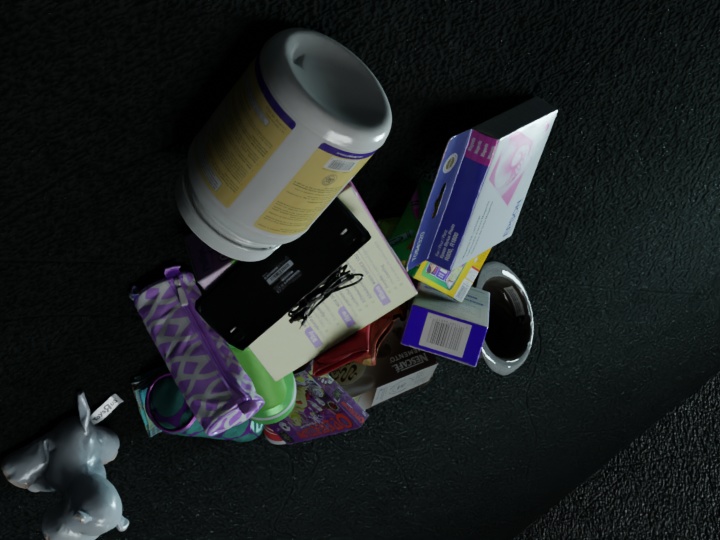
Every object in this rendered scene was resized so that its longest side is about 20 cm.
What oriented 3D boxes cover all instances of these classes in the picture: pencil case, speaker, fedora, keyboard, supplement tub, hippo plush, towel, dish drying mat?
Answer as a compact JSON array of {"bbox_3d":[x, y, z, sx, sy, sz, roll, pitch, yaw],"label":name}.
[{"bbox_3d":[-0.187,0.092,1.447,0.084,0.201,0.085,-21,165,-43],"label":"pencil case"},{"bbox_3d":[-0.139,0.112,1.618,0.088,0.089,0.201,-25,137,-11],"label":"speaker"},{"bbox_3d":[0.193,0.078,1.957,0.090,0.179,0.199,-9,175,35],"label":"fedora"},{"bbox_3d":[-0.078,0.007,1.351,0.200,0.104,0.040,-40,-168,10],"label":"keyboard"},{"bbox_3d":[-0.079,-0.117,1.203,0.145,0.146,0.200,-3,145,-47],"label":"supplement tub"},{"bbox_3d":[-0.365,0.288,1.673,0.200,0.161,0.159,-37,156,18],"label":"hippo plush"},{"bbox_3d":[-0.245,0.171,1.758,0.146,0.022,0.200,-23,156,-15],"label":"towel"},{"bbox_3d":[-0.207,0.187,1.701,0.092,0.086,0.200,-19,163,21],"label":"pencil case"},{"bbox_3d":[-0.022,0.050,1.502,0.076,0.201,0.018,-26,118,17],"label":"dish drying mat"}]

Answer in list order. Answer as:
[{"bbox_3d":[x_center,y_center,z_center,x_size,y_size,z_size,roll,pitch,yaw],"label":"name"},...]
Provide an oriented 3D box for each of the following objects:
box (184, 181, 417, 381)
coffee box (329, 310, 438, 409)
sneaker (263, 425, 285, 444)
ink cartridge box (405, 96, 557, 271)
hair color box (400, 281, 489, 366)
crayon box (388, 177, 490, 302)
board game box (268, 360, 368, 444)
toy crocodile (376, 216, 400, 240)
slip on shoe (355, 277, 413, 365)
[{"bbox_3d":[-0.067,-0.005,1.419,0.199,0.097,0.176,-32,126,3],"label":"box"},{"bbox_3d":[0.002,0.144,1.880,0.199,0.114,0.080,-19,155,-23],"label":"coffee box"},{"bbox_3d":[-0.067,0.216,1.997,0.199,0.072,0.113,-25,160,-7],"label":"sneaker"},{"bbox_3d":[0.150,-0.098,1.519,0.200,0.043,0.197,-31,147,-46],"label":"ink cartridge box"},{"bbox_3d":[0.122,0.065,1.746,0.200,0.108,0.065,-63,169,-74],"label":"hair color box"},{"bbox_3d":[0.109,-0.037,1.638,0.119,0.058,0.200,-61,155,1],"label":"crayon box"},{"bbox_3d":[-0.088,0.192,1.789,0.200,0.120,0.032,-24,-151,53],"label":"board game box"},{"bbox_3d":[0.000,0.000,1.645,0.067,0.062,0.200,-6,147,-44],"label":"toy crocodile"},{"bbox_3d":[0.042,0.043,1.711,0.201,0.061,0.074,-59,171,-10],"label":"slip on shoe"}]
